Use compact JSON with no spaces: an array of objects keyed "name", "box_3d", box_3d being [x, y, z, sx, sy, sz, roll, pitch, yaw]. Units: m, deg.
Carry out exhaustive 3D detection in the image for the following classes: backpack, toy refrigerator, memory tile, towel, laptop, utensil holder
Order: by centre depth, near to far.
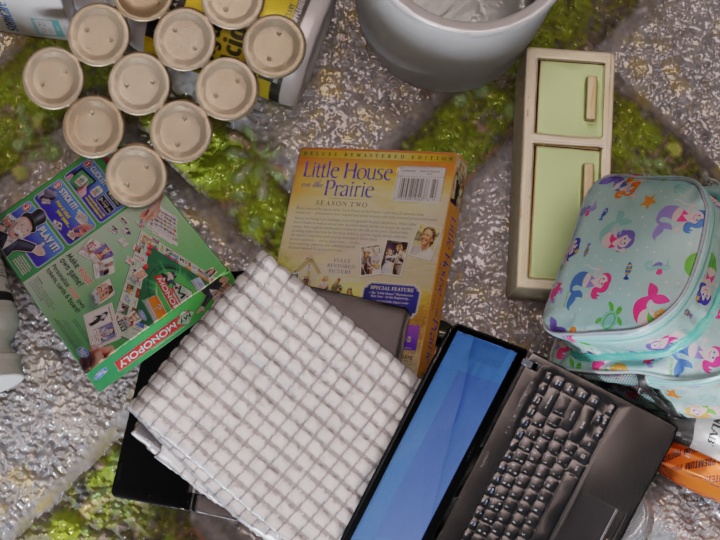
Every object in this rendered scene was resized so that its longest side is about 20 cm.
[{"name":"laptop","box_3d":[0.112,0.154,1.297,0.199,0.103,0.178,27,95,-2]},{"name":"towel","box_3d":[-0.052,0.109,1.320,0.200,0.086,0.166,38,82,0]},{"name":"backpack","box_3d":[0.247,0.017,1.342,0.199,0.150,0.178,7,68,43]},{"name":"memory tile","box_3d":[-0.155,-0.164,1.402,0.200,0.017,0.153,-42,91,5]},{"name":"laptop","box_3d":[-0.083,0.105,1.414,0.116,0.200,0.188,19,78,-35]},{"name":"utensil holder","box_3d":[0.077,-0.244,1.432,0.169,0.200,0.171,1,81,-4]},{"name":"toy refrigerator","box_3d":[0.165,-0.078,1.477,0.075,0.070,0.201,4,80,-2]}]

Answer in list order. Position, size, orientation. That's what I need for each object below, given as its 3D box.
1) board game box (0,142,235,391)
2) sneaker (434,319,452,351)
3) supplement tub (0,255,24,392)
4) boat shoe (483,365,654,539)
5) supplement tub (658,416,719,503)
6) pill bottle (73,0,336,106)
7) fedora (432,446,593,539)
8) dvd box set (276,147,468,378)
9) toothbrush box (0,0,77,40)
[{"name":"board game box","box_3d":[-0.199,-0.010,1.412,0.134,0.029,0.200,-35,50,-8]},{"name":"sneaker","box_3d":[0.032,0.130,1.432,0.074,0.079,0.201,17,82,-2]},{"name":"supplement tub","box_3d":[-0.349,0.006,1.398,0.140,0.140,0.201,-17,82,-6]},{"name":"boat shoe","box_3d":[0.156,0.150,1.442,0.072,0.062,0.200,-42,68,-1]},{"name":"supplement tub","box_3d":[0.314,0.083,1.433,0.122,0.123,0.201,25,80,1]},{"name":"pill bottle","box_3d":[-0.127,-0.217,1.462,0.199,0.111,0.112,20,80,1]},{"name":"fedora","box_3d":[0.100,0.231,1.405,0.199,0.092,0.202,0,96,1]},{"name":"dvd box set","box_3d":[0.000,0.000,1.436,0.146,0.029,0.201,3,73,25]},{"name":"toothbrush box","box_3d":[-0.262,-0.305,1.450,0.085,0.146,0.201,9,80,-1]}]
